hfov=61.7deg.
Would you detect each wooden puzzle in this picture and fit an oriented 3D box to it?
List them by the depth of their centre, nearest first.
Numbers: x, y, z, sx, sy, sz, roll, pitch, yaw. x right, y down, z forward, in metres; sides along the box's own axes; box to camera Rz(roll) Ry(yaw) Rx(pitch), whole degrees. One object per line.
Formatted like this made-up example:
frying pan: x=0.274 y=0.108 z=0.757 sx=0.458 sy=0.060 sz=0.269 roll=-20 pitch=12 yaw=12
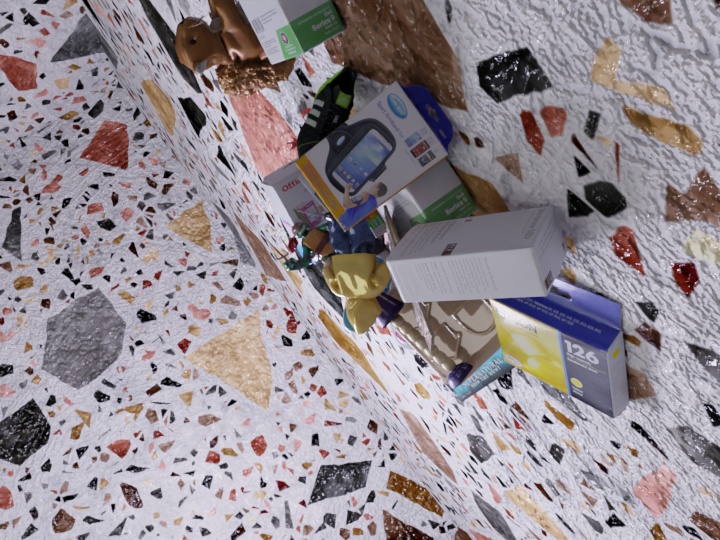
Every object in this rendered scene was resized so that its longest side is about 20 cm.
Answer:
wooden puzzle: x=0.149 y=0.071 z=1.019 sx=0.200 sy=0.046 sz=0.185 roll=43 pitch=121 yaw=8

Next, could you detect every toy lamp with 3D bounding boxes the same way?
toy lamp: x=0.094 y=0.111 z=1.002 sx=0.200 sy=0.058 sz=0.058 roll=42 pitch=163 yaw=7

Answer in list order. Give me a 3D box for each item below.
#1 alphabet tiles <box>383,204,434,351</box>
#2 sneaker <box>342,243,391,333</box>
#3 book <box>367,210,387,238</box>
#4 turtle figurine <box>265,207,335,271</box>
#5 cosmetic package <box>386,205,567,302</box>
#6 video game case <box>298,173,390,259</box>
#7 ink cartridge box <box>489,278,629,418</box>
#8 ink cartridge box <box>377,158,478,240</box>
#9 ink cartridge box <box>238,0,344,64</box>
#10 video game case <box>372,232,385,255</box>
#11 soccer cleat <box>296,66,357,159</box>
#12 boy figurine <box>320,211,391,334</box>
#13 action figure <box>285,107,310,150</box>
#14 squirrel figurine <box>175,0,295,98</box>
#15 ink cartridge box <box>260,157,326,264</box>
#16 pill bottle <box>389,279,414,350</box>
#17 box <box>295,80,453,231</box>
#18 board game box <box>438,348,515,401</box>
alphabet tiles: x=0.075 y=0.020 z=0.918 sx=0.167 sy=0.008 sz=0.200 roll=75 pitch=176 yaw=-70
sneaker: x=0.031 y=0.048 z=1.252 sx=0.079 sy=0.200 sz=0.131 roll=31 pitch=169 yaw=7
book: x=0.001 y=-0.156 z=1.030 sx=0.200 sy=0.048 sz=0.134 roll=58 pitch=-160 yaw=-1
turtle figurine: x=-0.077 y=-0.053 z=1.203 sx=0.200 sy=0.150 sz=0.101 roll=30 pitch=-172 yaw=6
cosmetic package: x=0.144 y=-0.018 z=0.760 sx=0.200 sy=0.102 sz=0.074 roll=-7 pitch=119 yaw=37
video game case: x=-0.022 y=-0.098 z=1.139 sx=0.200 sy=0.018 sz=0.143 roll=50 pitch=-167 yaw=28
ink cartridge box: x=0.272 y=0.093 z=0.847 sx=0.198 sy=0.047 sz=0.200 roll=29 pitch=152 yaw=47
ink cartridge box: x=0.066 y=-0.141 z=0.912 sx=0.200 sy=0.087 sz=0.145 roll=54 pitch=164 yaw=-4
ink cartridge box: x=-0.126 y=-0.422 z=0.888 sx=0.146 sy=0.084 sz=0.200 roll=25 pitch=147 yaw=61
video game case: x=-0.017 y=-0.138 z=1.070 sx=0.181 sy=0.025 sz=0.200 roll=53 pitch=-165 yaw=-21
soccer cleat: x=-0.047 y=-0.225 z=0.904 sx=0.067 sy=0.200 sz=0.081 roll=24 pitch=146 yaw=-22
boy figurine: x=0.000 y=0.000 z=0.955 sx=0.064 sy=0.124 sz=0.201 roll=-34 pitch=-66 yaw=-68
action figure: x=-0.078 y=-0.212 z=1.169 sx=0.200 sy=0.099 sz=0.065 roll=62 pitch=171 yaw=-17
squirrel figurine: x=-0.219 y=-0.383 z=1.051 sx=0.142 sy=0.187 sz=0.200 roll=41 pitch=160 yaw=39
ink cartridge box: x=-0.098 y=-0.139 z=1.287 sx=0.200 sy=0.144 sz=0.085 roll=62 pitch=165 yaw=-25
pill bottle: x=0.112 y=0.079 z=1.187 sx=0.113 sy=0.113 sz=0.200 roll=48 pitch=163 yaw=23
box: x=0.024 y=-0.158 z=0.813 sx=0.119 sy=0.200 sz=0.041 roll=53 pitch=-162 yaw=-3
board game box: x=0.196 y=0.145 z=1.088 sx=0.135 sy=0.028 sz=0.200 roll=49 pitch=141 yaw=10
